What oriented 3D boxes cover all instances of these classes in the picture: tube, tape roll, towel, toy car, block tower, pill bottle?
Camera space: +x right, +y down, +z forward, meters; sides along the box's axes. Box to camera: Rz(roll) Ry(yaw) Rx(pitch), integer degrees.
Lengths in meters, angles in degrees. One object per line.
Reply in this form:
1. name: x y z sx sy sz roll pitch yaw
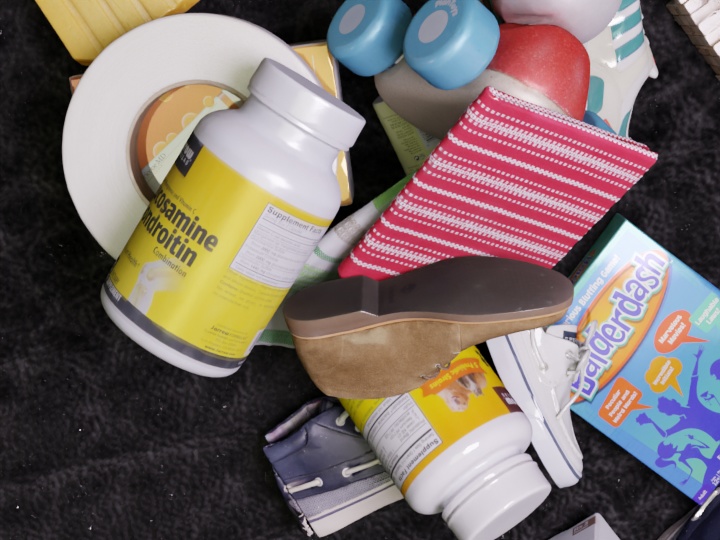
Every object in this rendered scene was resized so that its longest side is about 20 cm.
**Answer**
1. tube: 0.076 -0.059 1.024 0.052 0.058 0.201 -40 107 -36
2. tape roll: -0.115 -0.085 0.922 0.201 0.037 0.204 0 101 0
3. towel: 0.000 0.000 0.964 0.200 0.149 0.031 -35 71 21
4. toy car: 0.115 -0.185 0.903 0.184 0.177 0.201 34 82 -36
5. towel: 0.089 -0.039 0.873 0.144 0.023 0.200 15 137 -26
6. block tower: 0.320 -0.153 1.001 0.054 0.058 0.200 -37 100 6
7. pill bottle: -0.082 -0.037 0.856 0.112 0.112 0.201 31 100 -5
8. pill bottle: 0.053 0.103 0.947 0.109 0.109 0.200 -38 67 6

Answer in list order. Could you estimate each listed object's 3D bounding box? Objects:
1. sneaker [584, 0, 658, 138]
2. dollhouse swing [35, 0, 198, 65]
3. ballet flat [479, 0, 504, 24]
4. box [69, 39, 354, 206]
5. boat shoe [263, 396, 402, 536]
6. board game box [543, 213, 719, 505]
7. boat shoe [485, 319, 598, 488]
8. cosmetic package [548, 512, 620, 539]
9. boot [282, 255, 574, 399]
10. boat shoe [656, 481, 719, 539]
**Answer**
1. sneaker: 0.192 -0.190 0.995 0.093 0.070 0.201 9 89 -35
2. dollhouse swing: -0.208 -0.282 0.910 0.200 0.182 0.176 -37 57 6
3. ballet flat: 0.080 -0.248 0.972 0.067 0.068 0.201 7 136 39
4. box: -0.110 -0.105 0.986 0.199 0.098 0.125 -8 101 2
5. boat shoe: 0.015 0.134 1.032 0.199 0.075 0.093 -30 106 6
6. board game box: 0.246 0.073 1.045 0.200 0.045 0.152 35 99 -4
7. boat shoe: 0.148 0.063 0.990 0.086 0.075 0.203 -23 80 8
8. cosmetic package: 0.219 0.316 1.065 0.102 0.074 0.200 -38 99 20
9. boot: 0.051 0.041 0.875 0.199 0.074 0.076 -8 117 14
10. boat shoe: 0.324 0.204 1.043 0.075 0.093 0.200 36 98 -6
